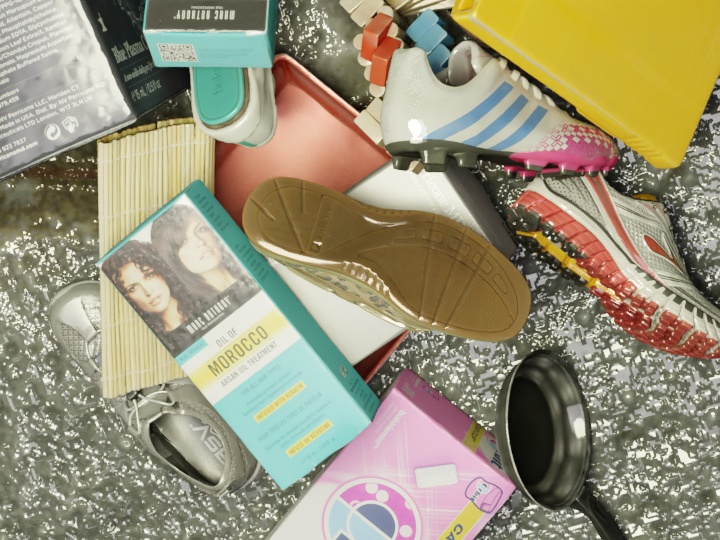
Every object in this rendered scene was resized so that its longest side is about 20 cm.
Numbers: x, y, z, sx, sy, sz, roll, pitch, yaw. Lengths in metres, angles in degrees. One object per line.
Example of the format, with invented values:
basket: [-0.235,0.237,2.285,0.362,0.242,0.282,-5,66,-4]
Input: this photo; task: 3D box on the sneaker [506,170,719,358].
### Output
sneaker: [0.200,-0.009,1.701,0.200,0.078,0.082,40,71,-17]

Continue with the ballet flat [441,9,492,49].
ballet flat: [0.045,-0.233,1.682,0.200,0.067,0.068,45,104,-2]

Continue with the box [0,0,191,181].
box: [-0.219,-0.183,1.666,0.117,0.197,0.200,-23,98,12]

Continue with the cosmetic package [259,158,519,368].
cosmetic package: [0.000,0.000,1.694,0.200,0.090,0.107,-36,91,16]

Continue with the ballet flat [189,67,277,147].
ballet flat: [-0.089,-0.171,1.701,0.069,0.069,0.200,-10,63,11]

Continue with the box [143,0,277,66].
box: [-0.094,-0.236,1.651,0.082,0.049,0.200,1,67,6]

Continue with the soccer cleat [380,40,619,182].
soccer cleat: [0.097,-0.105,1.597,0.070,0.200,0.086,-3,85,48]

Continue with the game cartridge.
game cartridge: [0.168,-0.190,1.613,0.200,0.032,0.176,34,73,-31]

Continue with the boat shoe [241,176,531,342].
boat shoe: [0.018,-0.006,1.623,0.200,0.063,0.073,24,77,3]

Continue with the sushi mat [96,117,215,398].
sushi mat: [-0.141,-0.009,1.702,0.096,0.012,0.200,-15,121,-32]

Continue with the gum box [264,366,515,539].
gum box: [0.012,0.185,1.778,0.113,0.066,0.200,39,105,0]

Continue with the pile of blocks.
pile of blocks: [0.026,-0.166,1.610,0.082,0.062,0.200,-12,83,12]

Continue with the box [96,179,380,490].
box: [-0.081,0.043,1.645,0.082,0.049,0.200,-38,96,14]

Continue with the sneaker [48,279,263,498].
sneaker: [-0.147,0.084,1.772,0.200,0.082,0.075,42,105,-2]

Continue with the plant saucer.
plant saucer: [-0.038,-0.023,1.757,0.200,0.037,0.200,39,104,-1]

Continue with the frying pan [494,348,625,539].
frying pan: [0.148,0.131,1.754,0.031,0.190,0.115,-8,57,34]
